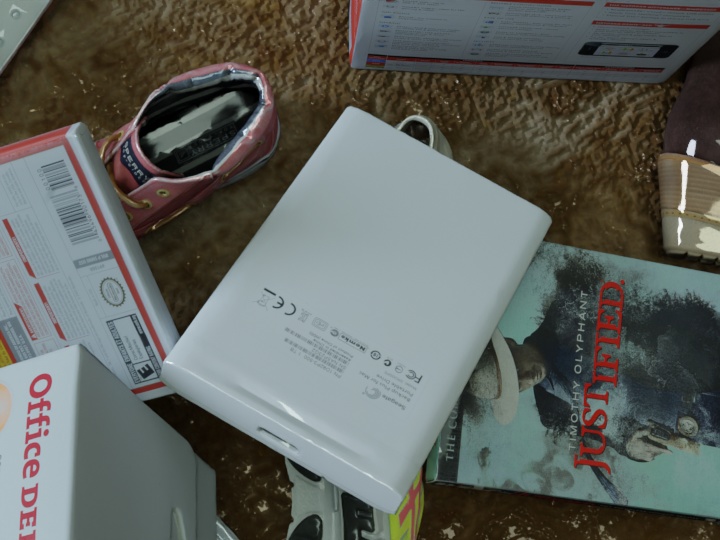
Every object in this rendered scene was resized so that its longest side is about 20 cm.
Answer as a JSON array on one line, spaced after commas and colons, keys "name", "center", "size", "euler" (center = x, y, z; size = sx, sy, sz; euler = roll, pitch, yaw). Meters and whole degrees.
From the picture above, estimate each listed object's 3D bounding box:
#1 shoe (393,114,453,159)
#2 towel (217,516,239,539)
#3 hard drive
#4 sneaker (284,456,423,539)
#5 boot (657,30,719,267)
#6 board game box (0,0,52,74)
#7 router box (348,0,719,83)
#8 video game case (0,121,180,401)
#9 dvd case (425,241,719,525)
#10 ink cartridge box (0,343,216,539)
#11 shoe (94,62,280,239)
[{"name": "shoe", "center": [0.000, 0.000, 0.801], "size": [0.070, 0.053, 0.201], "euler": [22, 82, 0]}, {"name": "towel", "center": [-0.163, 0.193, 0.781], "size": [0.200, 0.024, 0.147], "euler": [-40, 86, -7]}, {"name": "hard drive", "center": [0.004, 0.012, 0.712], "size": [0.131, 0.026, 0.200], "euler": [29, 52, 5]}, {"name": "sneaker", "center": [0.002, 0.104, 0.768], "size": [0.078, 0.090, 0.201], "euler": [11, 94, 20]}, {"name": "boot", "center": [0.281, -0.075, 0.819], "size": [0.199, 0.072, 0.167], "euler": [11, 84, 2]}, {"name": "board game box", "center": [-0.287, -0.181, 0.823], "size": [0.199, 0.026, 0.200], "euler": [33, 81, 1]}, {"name": "router box", "center": [0.097, -0.154, 0.765], "size": [0.199, 0.180, 0.049], "euler": [3, 83, -4]}, {"name": "video game case", "center": [-0.199, 0.020, 0.684], "size": [0.199, 0.017, 0.144], "euler": [-15, 114, 12]}, {"name": "dvd case", "center": [0.139, 0.062, 0.793], "size": [0.199, 0.022, 0.147], "euler": [10, 78, -15]}, {"name": "ink cartridge box", "center": [-0.185, 0.151, 0.670], "size": [0.199, 0.145, 0.146], "euler": [-18, 51, 13]}, {"name": "shoe", "center": [-0.135, -0.053, 0.781], "size": [0.199, 0.091, 0.072], "euler": [-30, 85, -7]}]
